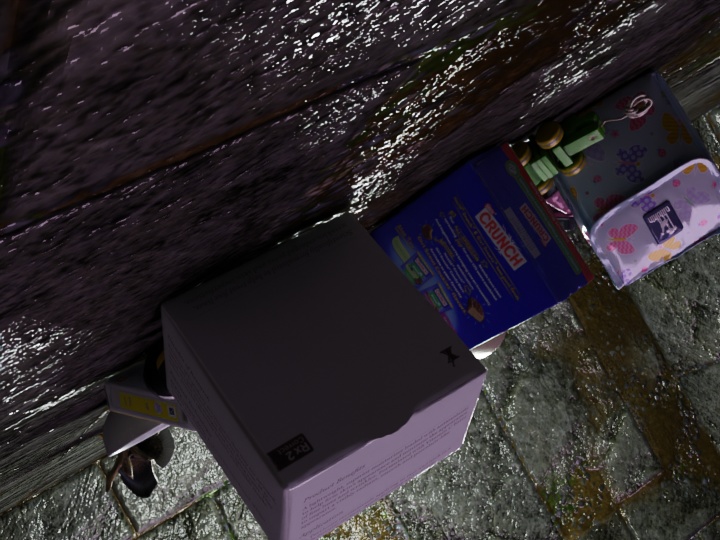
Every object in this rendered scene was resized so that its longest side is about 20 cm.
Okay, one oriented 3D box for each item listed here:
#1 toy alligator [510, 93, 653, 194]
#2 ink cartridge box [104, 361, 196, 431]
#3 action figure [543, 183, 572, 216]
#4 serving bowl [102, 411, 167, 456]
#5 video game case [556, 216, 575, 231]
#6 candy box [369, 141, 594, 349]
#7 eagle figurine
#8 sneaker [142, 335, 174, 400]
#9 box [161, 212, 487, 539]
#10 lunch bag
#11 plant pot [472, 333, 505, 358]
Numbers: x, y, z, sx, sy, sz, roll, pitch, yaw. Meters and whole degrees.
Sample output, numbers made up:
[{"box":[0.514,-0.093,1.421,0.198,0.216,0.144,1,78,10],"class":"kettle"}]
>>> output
[{"box":[0.218,-0.141,1.154,0.199,0.059,0.055,-33,-143,22],"class":"toy alligator"},{"box":[-0.143,0.116,1.186,0.198,0.048,0.197,8,-158,39],"class":"ink cartridge box"},{"box":[0.277,-0.086,1.650,0.198,0.151,0.134,-16,175,21],"class":"action figure"},{"box":[-0.271,0.178,1.483,0.198,0.066,0.200,-29,176,-2],"class":"serving bowl"},{"box":[0.159,-0.057,1.316,0.197,0.019,0.143,1,-177,14],"class":"video game case"},{"box":[0.120,-0.014,1.146,0.077,0.170,0.199,-31,179,-40],"class":"candy box"},{"box":[-0.414,0.331,2.003,0.151,0.151,0.200,-39,166,-6],"class":"eagle figurine"},{"box":[-0.120,0.047,1.027,0.198,0.070,0.090,-28,161,-20],"class":"sneaker"},{"box":[-0.036,0.092,0.910,0.197,0.200,0.132,-26,150,-25],"class":"box"},{"box":[0.321,-0.104,1.255,0.168,0.202,0.127,-29,176,11],"class":"lunch bag"},{"box":[0.136,0.074,1.750,0.182,0.203,0.200,5,152,-43],"class":"plant pot"}]
